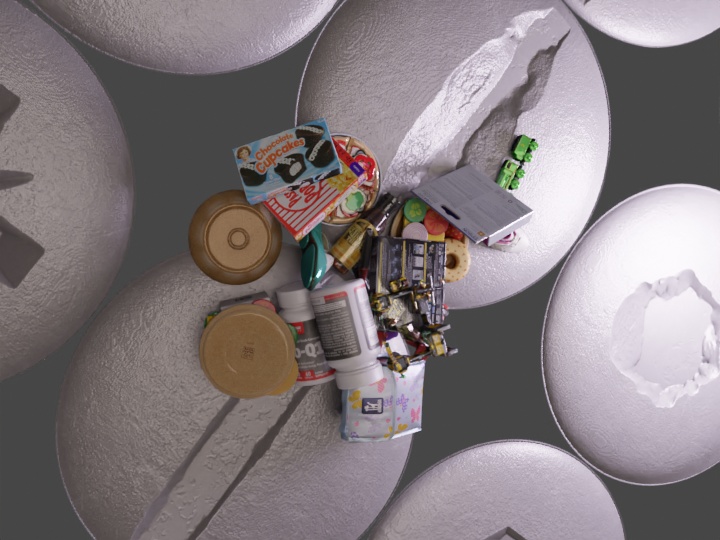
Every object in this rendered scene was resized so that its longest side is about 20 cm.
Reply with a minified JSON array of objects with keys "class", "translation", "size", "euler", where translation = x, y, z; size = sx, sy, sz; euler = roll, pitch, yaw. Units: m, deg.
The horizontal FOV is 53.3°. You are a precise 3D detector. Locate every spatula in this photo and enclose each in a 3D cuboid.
[{"class":"spatula","translation":[0.023,0.072,1.608],"size":[0.056,0.021,0.201],"euler":[-23,101,5]}]

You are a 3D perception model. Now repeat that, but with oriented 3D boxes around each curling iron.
[{"class":"curling iron","translation":[0.000,0.000,1.545],"size":[0.049,0.026,0.201],"euler":[-14,131,-42]}]

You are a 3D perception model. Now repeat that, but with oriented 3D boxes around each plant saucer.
[{"class":"plant saucer","translation":[-0.257,-0.067,1.497],"size":[0.198,0.035,0.202],"euler":[-2,98,-17]}]

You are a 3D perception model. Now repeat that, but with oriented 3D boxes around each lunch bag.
[{"class":"lunch bag","translation":[0.042,0.276,1.558],"size":[0.199,0.127,0.171],"euler":[0,97,-42]}]

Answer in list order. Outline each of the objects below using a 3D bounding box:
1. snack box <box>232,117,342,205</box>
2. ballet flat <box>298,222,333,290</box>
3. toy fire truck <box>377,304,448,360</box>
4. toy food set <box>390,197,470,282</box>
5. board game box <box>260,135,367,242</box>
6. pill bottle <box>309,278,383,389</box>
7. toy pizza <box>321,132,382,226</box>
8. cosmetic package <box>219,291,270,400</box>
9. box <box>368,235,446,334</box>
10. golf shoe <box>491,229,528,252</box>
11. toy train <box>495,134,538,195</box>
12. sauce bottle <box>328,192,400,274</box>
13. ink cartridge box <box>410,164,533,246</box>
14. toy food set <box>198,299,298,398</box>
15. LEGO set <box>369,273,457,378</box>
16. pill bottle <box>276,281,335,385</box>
[{"class":"snack box","translation":[-0.147,-0.220,1.447],"size":[0.198,0.037,0.117],"euler":[-19,73,0]},{"class":"ballet flat","translation":[-0.090,-0.039,1.487],"size":[0.070,0.201,0.067],"euler":[13,133,-29]},{"class":"toy fire truck","translation":[0.105,0.127,1.586],"size":[0.140,0.049,0.201],"euler":[26,47,2]},{"class":"toy food set","translation":[0.157,-0.071,1.611],"size":[0.196,0.049,0.202],"euler":[2,97,-17]},{"class":"board game box","translation":[-0.108,-0.181,1.477],"size":[0.200,0.046,0.152],"euler":[-43,76,-7]},{"class":"pill bottle","translation":[-0.024,0.126,1.426],"size":[0.113,0.114,0.202],"euler":[-14,92,-15]},{"class":"toy pizza","translation":[-0.044,-0.195,1.549],"size":[0.198,0.032,0.202],"euler":[-2,97,-17]},{"class":"cosmetic package","translation":[-0.225,0.156,1.508],"size":[0.107,0.085,0.202],"euler":[-13,99,-11]},{"class":"box","translation":[0.100,0.033,1.528],"size":[0.160,0.049,0.202],"euler":[4,86,-19]},{"class":"golf shoe","translation":[0.326,-0.078,1.630],"size":[0.199,0.091,0.076],"euler":[22,101,-38]},{"class":"toy train","translation":[0.349,-0.223,1.666],"size":[0.056,0.042,0.201],"euler":[27,88,-9]},{"class":"sauce bottle","translation":[0.007,-0.084,1.556],"size":[0.066,0.066,0.200],"euler":[40,89,-18]},{"class":"ink cartridge box","translation":[0.236,-0.136,1.543],"size":[0.199,0.196,0.044],"euler":[-27,146,-32]},{"class":"toy food set","translation":[-0.223,0.159,1.437],"size":[0.198,0.049,0.200],"euler":[-3,99,-5]},{"class":"LEGO set","translation":[0.108,0.113,1.441],"size":[0.152,0.116,0.202],"euler":[-10,91,-17]},{"class":"pill bottle","translation":[-0.111,0.130,1.517],"size":[0.113,0.114,0.202],"euler":[-14,101,-15]}]
